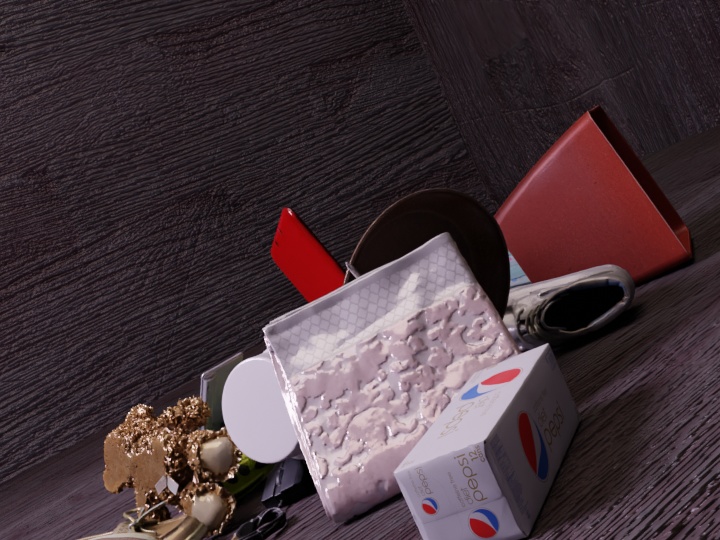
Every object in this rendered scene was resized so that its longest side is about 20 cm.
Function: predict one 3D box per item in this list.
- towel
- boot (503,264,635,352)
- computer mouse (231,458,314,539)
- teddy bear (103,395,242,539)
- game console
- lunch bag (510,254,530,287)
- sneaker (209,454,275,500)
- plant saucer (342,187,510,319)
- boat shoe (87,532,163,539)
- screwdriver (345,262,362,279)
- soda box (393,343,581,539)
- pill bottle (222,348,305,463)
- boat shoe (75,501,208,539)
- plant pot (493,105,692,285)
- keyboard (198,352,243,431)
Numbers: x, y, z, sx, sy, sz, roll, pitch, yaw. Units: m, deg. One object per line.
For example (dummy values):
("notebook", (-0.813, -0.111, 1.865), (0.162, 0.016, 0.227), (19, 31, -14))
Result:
("towel", (0.031, 0.082, 0.849), (0.197, 0.193, 0.032), (-26, -33, -1))
("boot", (0.185, 0.045, 1.053), (0.197, 0.075, 0.095), (-24, -4, 15))
("computer mouse", (-0.081, 0.206, 0.933), (0.058, 0.035, 0.200), (-24, 3, 15))
("teddy bear", (-0.181, 0.198, 1.023), (0.066, 0.148, 0.198), (2, -16, -45))
("game console", (0.000, 0.000, 1.114), (0.169, 0.121, 0.200), (-9, -11, -11))
("lunch bag", (0.284, -0.033, 1.622), (0.159, 0.078, 0.199), (-27, 3, -33))
("sneaker", (-0.104, 0.173, 1.102), (0.198, 0.083, 0.075), (-27, -40, -31))
("plant saucer", (0.058, 0.020, 0.979), (0.198, 0.204, 0.036), (-27, 26, -25))
("boat shoe", (-0.230, 0.266, 0.860), (0.198, 0.073, 0.076), (-25, -9, 20))
("screwdriver", (0.045, 0.063, 0.946), (0.028, 0.200, 0.029), (-20, 39, 35))
("soda box", (0.093, 0.116, 0.690), (0.067, 0.065, 0.200), (-24, 3, 24))
("pill bottle", (-0.037, 0.117, 0.991), (0.113, 0.116, 0.199), (-24, -8, 31))
("boat shoe", (-0.234, 0.264, 0.943), (0.197, 0.064, 0.073), (-25, 2, 11))
("plant pot", (0.274, -0.064, 1.253), (0.175, 0.201, 0.200), (-36, -1, 21))
("keyboard", (-0.157, 0.176, 1.125), (0.056, 0.011, 0.203), (-35, -34, -42))
